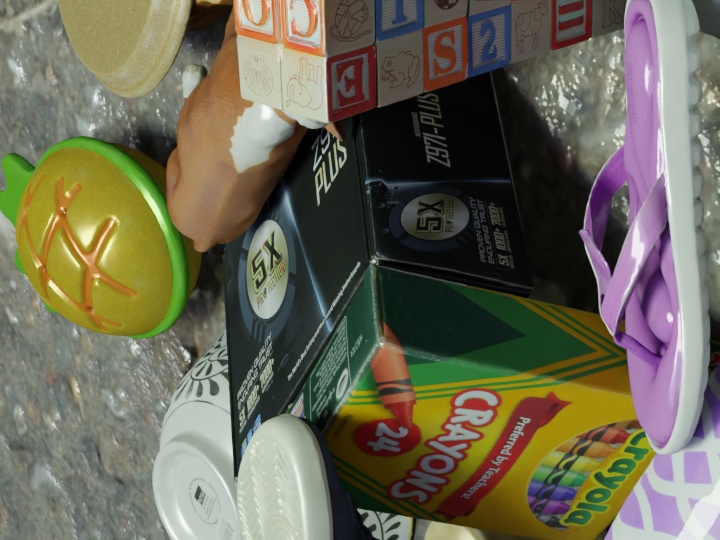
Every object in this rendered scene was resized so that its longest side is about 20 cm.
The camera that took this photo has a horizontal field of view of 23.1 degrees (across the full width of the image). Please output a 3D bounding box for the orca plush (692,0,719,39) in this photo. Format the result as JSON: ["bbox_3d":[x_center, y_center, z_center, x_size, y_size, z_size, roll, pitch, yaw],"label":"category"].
[{"bbox_3d":[0.180,-0.139,0.723,0.105,0.071,0.200,35,174,-13],"label":"orca plush"}]

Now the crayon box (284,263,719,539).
[{"bbox_3d":[0.076,0.072,0.847,0.127,0.199,0.051,120,155,-44],"label":"crayon box"}]

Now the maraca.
[{"bbox_3d":[-0.178,-0.022,1.155,0.199,0.107,0.138,5,112,48],"label":"maraca"}]

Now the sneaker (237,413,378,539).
[{"bbox_3d":[0.001,0.149,0.835,0.075,0.084,0.201,29,135,54],"label":"sneaker"}]

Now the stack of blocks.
[{"bbox_3d":[0.036,-0.148,0.784,0.058,0.199,0.116,20,122,43],"label":"stack of blocks"}]

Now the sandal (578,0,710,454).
[{"bbox_3d":[0.117,-0.022,0.766,0.082,0.049,0.204,-154,62,-84],"label":"sandal"}]

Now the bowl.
[{"bbox_3d":[-0.069,0.134,1.111,0.200,0.094,0.202,24,124,41],"label":"bowl"}]

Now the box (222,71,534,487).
[{"bbox_3d":[0.000,0.000,0.924,0.200,0.086,0.165,122,151,-45],"label":"box"}]

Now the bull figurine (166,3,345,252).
[{"bbox_3d":[-0.053,-0.089,0.897,0.200,0.065,0.122,133,148,-52],"label":"bull figurine"}]

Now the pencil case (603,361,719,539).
[{"bbox_3d":[0.166,0.111,0.785,0.201,0.085,0.084,-61,24,19],"label":"pencil case"}]

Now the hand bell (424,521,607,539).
[{"bbox_3d":[0.029,0.168,0.932,0.104,0.199,0.105,23,123,41],"label":"hand bell"}]

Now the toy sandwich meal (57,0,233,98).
[{"bbox_3d":[-0.115,-0.196,1.016,0.205,0.070,0.207,12,104,58],"label":"toy sandwich meal"}]
